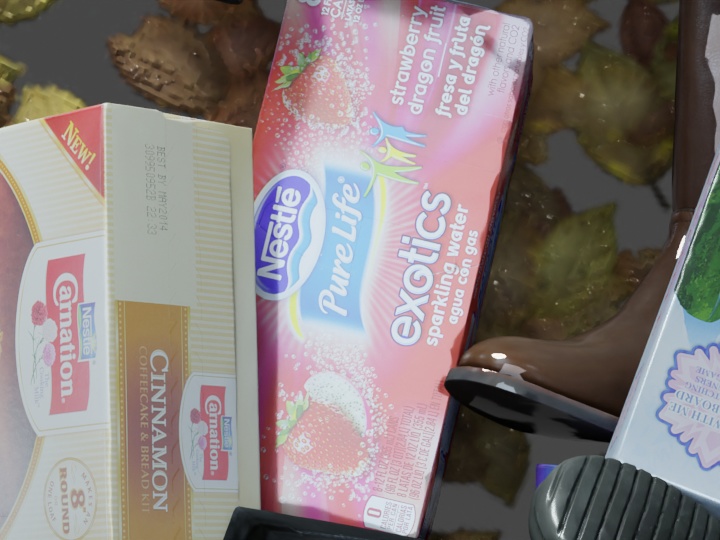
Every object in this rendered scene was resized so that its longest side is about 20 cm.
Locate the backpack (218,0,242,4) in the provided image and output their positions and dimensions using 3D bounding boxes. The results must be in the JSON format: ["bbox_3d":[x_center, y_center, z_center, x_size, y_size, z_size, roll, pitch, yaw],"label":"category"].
[{"bbox_3d":[-0.033,-0.223,1.006,0.182,0.134,0.201,-19,82,20],"label":"backpack"}]

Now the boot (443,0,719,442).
[{"bbox_3d":[0.115,-0.033,0.994,0.064,0.186,0.202,4,83,47],"label":"boot"}]

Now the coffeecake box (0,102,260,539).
[{"bbox_3d":[-0.129,0.034,0.970,0.199,0.073,0.155,-10,78,43],"label":"coffeecake box"}]

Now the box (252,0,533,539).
[{"bbox_3d":[0.000,0.000,1.011,0.095,0.100,0.201,13,83,4],"label":"box"}]

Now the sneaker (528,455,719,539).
[{"bbox_3d":[0.106,0.147,0.844,0.088,0.074,0.200,-33,105,38],"label":"sneaker"}]

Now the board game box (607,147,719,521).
[{"bbox_3d":[0.203,0.015,0.887,0.199,0.041,0.201,20,71,4],"label":"board game box"}]

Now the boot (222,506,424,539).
[{"bbox_3d":[0.021,0.176,0.938,0.065,0.199,0.166,3,82,46],"label":"boot"}]

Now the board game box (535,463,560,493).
[{"bbox_3d":[0.156,0.140,0.920,0.198,0.045,0.136,4,87,-8],"label":"board game box"}]
